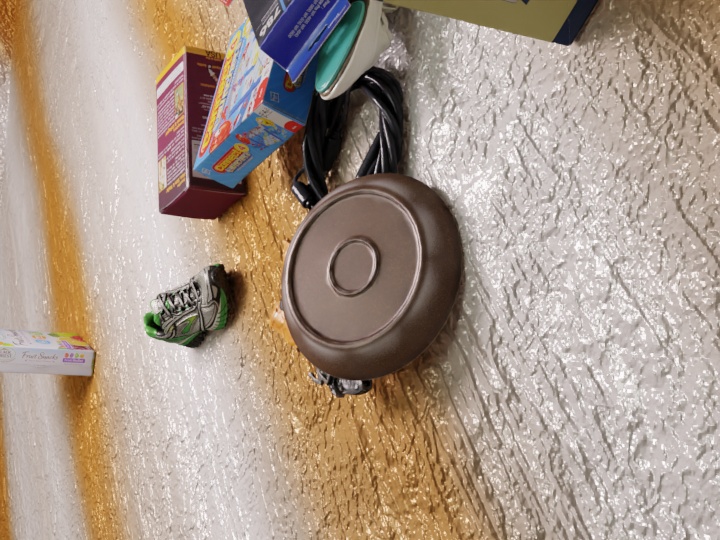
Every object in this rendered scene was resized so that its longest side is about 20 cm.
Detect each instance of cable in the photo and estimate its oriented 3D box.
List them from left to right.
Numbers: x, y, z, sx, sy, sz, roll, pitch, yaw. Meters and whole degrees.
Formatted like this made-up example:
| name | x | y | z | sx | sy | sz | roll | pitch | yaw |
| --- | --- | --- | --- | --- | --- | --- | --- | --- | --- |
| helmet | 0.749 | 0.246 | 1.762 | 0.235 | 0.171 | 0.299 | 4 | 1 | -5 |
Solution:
| name | x | y | z | sx | sy | sz | roll | pitch | yaw |
| --- | --- | --- | --- | --- | --- | --- | --- | --- | --- |
| cable | -0.014 | -0.120 | 1.082 | 0.201 | 0.050 | 0.164 | -57 | 40 | 38 |

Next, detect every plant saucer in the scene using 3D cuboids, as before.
| name | x | y | z | sx | sy | sz | roll | pitch | yaw |
| --- | --- | --- | --- | --- | --- | --- | --- | --- | --- |
| plant saucer | 0.000 | 0.000 | 0.972 | 0.198 | 0.032 | 0.203 | -12 | 68 | 31 |

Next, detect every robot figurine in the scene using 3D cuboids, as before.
| name | x | y | z | sx | sy | sz | roll | pitch | yaw |
| --- | --- | --- | --- | --- | --- | --- | --- | --- | --- |
| robot figurine | -0.024 | 0.041 | 1.059 | 0.199 | 0.058 | 0.147 | 29 | 111 | 51 |

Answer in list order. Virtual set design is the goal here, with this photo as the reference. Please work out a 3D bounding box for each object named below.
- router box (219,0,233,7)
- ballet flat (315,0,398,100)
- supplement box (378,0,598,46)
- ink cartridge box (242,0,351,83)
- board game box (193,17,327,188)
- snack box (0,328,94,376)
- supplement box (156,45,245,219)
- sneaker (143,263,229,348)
| name | x | y | z | sx | sy | sz | roll | pitch | yaw |
| --- | --- | --- | --- | --- | --- | --- | --- | --- | --- |
| router box | -0.094 | -0.414 | 1.151 | 0.201 | 0.049 | 0.179 | -63 | 15 | -24 |
| ballet flat | 0.008 | -0.258 | 1.034 | 0.069 | 0.069 | 0.203 | -8 | 68 | 59 |
| supplement box | 0.101 | -0.299 | 0.761 | 0.201 | 0.198 | 0.135 | -60 | 39 | 36 |
| ink cartridge box | -0.071 | -0.281 | 1.069 | 0.100 | 0.039 | 0.201 | -50 | 34 | 19 |
| board game box | -0.109 | -0.224 | 1.200 | 0.195 | 0.055 | 0.202 | -30 | 43 | 54 |
| snack box | -0.603 | 0.148 | 1.908 | 0.142 | 0.198 | 0.054 | 18 | 101 | 59 |
| supplement box | -0.217 | -0.183 | 1.404 | 0.110 | 0.085 | 0.203 | -27 | 63 | 55 |
| sneaker | -0.233 | 0.053 | 1.401 | 0.200 | 0.084 | 0.079 | -43 | 50 | 48 |
